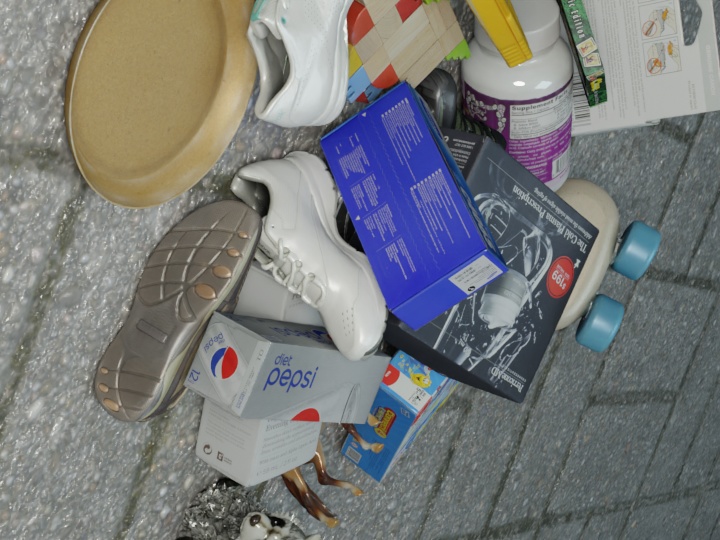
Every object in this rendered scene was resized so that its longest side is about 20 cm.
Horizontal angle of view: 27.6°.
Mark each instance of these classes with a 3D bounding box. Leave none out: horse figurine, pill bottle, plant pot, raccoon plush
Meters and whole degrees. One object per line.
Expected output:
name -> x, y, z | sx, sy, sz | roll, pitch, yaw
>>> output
horse figurine -> -0.041, 0.157, 1.402 | 0.050, 0.133, 0.200 | -18, 138, -43
pill bottle -> 0.156, -0.175, 1.465 | 0.112, 0.112, 0.200 | -43, 143, -34
plant pot -> -0.148, -0.143, 1.082 | 0.200, 0.027, 0.200 | -37, 140, -39
raccoon plush -> -0.082, 0.272, 1.383 | 0.097, 0.134, 0.200 | -59, 150, -13

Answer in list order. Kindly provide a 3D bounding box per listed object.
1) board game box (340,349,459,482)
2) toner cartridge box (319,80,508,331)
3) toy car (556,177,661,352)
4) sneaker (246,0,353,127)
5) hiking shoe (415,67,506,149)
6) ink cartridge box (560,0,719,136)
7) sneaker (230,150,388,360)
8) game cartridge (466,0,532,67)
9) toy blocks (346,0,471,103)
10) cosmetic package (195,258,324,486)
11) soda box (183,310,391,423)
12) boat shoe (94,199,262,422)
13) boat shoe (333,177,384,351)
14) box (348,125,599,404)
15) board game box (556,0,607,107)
board game box -> 0.073, 0.101, 1.516 | 0.196, 0.056, 0.200 | -48, 170, -27
toner cartridge box -> 0.041, -0.056, 1.212 | 0.095, 0.200, 0.043 | -32, 142, 14
toy car -> 0.213, -0.012, 1.669 | 0.177, 0.184, 0.200 | -63, 179, -4
sneaker -> -0.052, -0.208, 1.112 | 0.088, 0.075, 0.200 | -11, 103, -51
hiking shoe -> 0.088, -0.128, 1.403 | 0.101, 0.076, 0.200 | -26, 147, -16
ink cartridge box -> 0.281, -0.246, 1.485 | 0.044, 0.174, 0.200 | -8, 92, -56
sneaker -> -0.047, -0.008, 1.215 | 0.087, 0.200, 0.075 | -7, 149, -41
game cartridge -> 0.085, -0.283, 1.232 | 0.032, 0.176, 0.200 | -25, 153, 14
toy blocks -> 0.007, -0.207, 1.238 | 0.137, 0.100, 0.200 | -46, 146, -10
cosmetic package -> -0.077, 0.081, 1.317 | 0.102, 0.074, 0.200 | -19, 128, -52
soda box -> -0.056, 0.084, 1.218 | 0.200, 0.063, 0.068 | 14, 101, -60
boat shoe -> -0.142, 0.032, 1.189 | 0.200, 0.074, 0.073 | -56, 160, 1
boat shoe -> -0.002, 0.001, 1.382 | 0.074, 0.068, 0.199 | -33, 137, -44
box -> 0.094, -0.005, 1.315 | 0.200, 0.104, 0.182 | 32, 80, -44
board game box -> 0.199, -0.265, 1.410 | 0.105, 0.023, 0.200 | 35, 39, -74
